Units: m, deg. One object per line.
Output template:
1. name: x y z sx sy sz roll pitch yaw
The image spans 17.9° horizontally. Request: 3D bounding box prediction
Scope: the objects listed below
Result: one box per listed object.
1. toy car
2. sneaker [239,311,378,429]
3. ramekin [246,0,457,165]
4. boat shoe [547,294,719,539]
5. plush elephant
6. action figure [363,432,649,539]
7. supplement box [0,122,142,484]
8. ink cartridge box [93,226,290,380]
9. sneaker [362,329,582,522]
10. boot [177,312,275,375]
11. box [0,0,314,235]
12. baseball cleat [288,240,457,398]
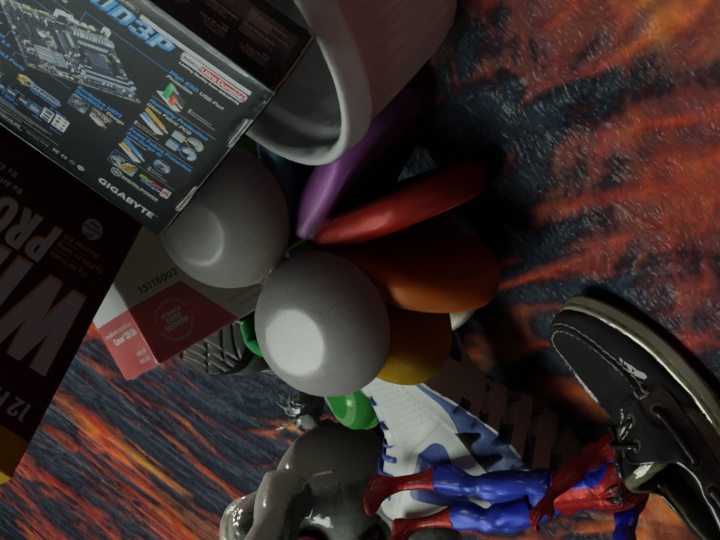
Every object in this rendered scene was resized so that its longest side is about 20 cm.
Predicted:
1. toy car: -0.003 -0.038 1.298 0.200 0.175 0.150 47 125 9
2. sneaker: -0.042 0.039 1.585 0.074 0.083 0.201 26 150 47
3. ramekin: -0.040 -0.165 1.185 0.200 0.105 0.201 42 158 21
4. boat shoe: 0.171 0.097 1.260 0.200 0.065 0.072 46 161 14
5. plush elephant: -0.022 0.202 1.733 0.201 0.163 0.156 -110 13 -50
6. action figure: 0.100 0.152 1.351 0.199 0.099 0.065 -14 125 20
7. supplement box: -0.229 0.011 1.255 0.132 0.201 0.197 32 156 -15
8. ink cartridge box: -0.139 -0.049 1.426 0.201 0.116 0.067 60 153 -1
9. sneaker: 0.036 0.100 1.427 0.199 0.081 0.115 43 122 -12
10. boot: -0.123 0.027 1.672 0.199 0.068 0.130 33 -171 28
11. box: -0.142 -0.121 1.125 0.199 0.046 0.159 35 144 -7
12. baseball cleat: 0.000 0.000 1.478 0.106 0.070 0.200 -9 124 50
